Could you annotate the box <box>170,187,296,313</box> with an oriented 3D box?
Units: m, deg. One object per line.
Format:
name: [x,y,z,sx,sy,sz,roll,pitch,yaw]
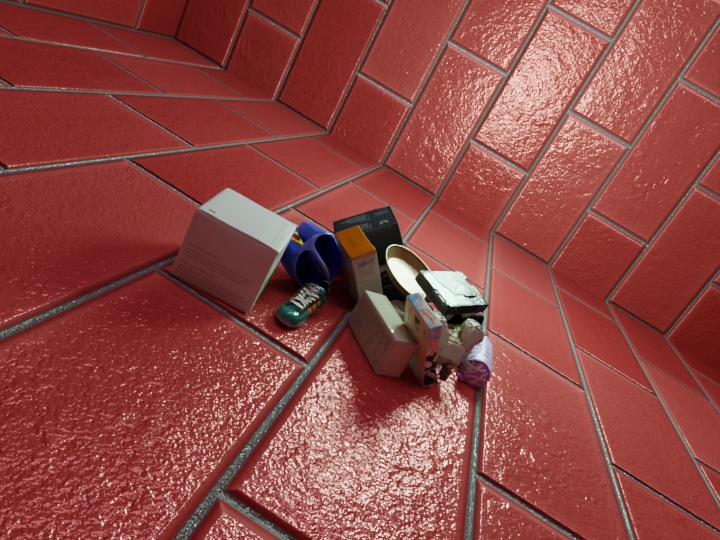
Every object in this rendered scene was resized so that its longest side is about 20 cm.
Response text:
box: [-0.281,-0.051,1.239,0.198,0.173,0.199,28,21,-5]

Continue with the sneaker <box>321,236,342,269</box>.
sneaker: [-0.055,-0.044,1.528,0.198,0.083,0.073,20,8,-23]

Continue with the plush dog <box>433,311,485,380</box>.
plush dog: [0.198,0.186,1.416,0.198,0.163,0.171,12,2,-23]

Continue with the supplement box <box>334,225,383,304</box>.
supplement box: [0.000,0.000,1.464,0.073,0.202,0.126,-20,40,-12]

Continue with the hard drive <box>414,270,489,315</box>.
hard drive: [0.257,0.061,1.531,0.199,0.038,0.140,1,42,-46]

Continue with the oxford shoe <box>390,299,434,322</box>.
oxford shoe: [0.128,0.119,1.496,0.198,0.076,0.057,-1,4,-35]

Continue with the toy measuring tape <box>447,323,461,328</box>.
toy measuring tape: [0.222,0.188,1.538,0.197,0.074,0.074,1,26,-8]

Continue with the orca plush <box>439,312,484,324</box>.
orca plush: [0.260,0.158,1.598,0.197,0.072,0.105,7,-26,20]

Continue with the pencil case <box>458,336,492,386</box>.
pencil case: [0.319,0.246,1.499,0.085,0.085,0.200,64,21,-5]

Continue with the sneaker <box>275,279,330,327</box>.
sneaker: [-0.132,0.069,1.291,0.071,0.080,0.200,33,21,9]

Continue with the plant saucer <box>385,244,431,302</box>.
plant saucer: [0.137,0.016,1.537,0.199,0.035,0.201,31,34,-24]

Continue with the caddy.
caddy: [-0.120,-0.027,1.393,0.105,0.141,0.201,37,-16,31]

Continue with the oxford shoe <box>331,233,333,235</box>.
oxford shoe: [-0.101,-0.042,1.612,0.084,0.073,0.201,30,33,-6]

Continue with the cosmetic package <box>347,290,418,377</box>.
cosmetic package: [0.049,0.150,1.320,0.072,0.104,0.201,16,26,-33]

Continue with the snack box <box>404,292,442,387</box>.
snack box: [0.142,0.165,1.284,0.037,0.202,0.117,-15,42,-17]

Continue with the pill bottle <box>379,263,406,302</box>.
pill bottle: [0.092,0.039,1.617,0.111,0.113,0.200,26,21,-9]

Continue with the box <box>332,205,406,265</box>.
box: [0.025,-0.097,1.681,0.194,0.119,0.200,-16,21,2]

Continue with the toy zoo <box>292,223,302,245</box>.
toy zoo: [-0.238,-0.126,1.679,0.198,0.021,0.132,26,21,-11]
